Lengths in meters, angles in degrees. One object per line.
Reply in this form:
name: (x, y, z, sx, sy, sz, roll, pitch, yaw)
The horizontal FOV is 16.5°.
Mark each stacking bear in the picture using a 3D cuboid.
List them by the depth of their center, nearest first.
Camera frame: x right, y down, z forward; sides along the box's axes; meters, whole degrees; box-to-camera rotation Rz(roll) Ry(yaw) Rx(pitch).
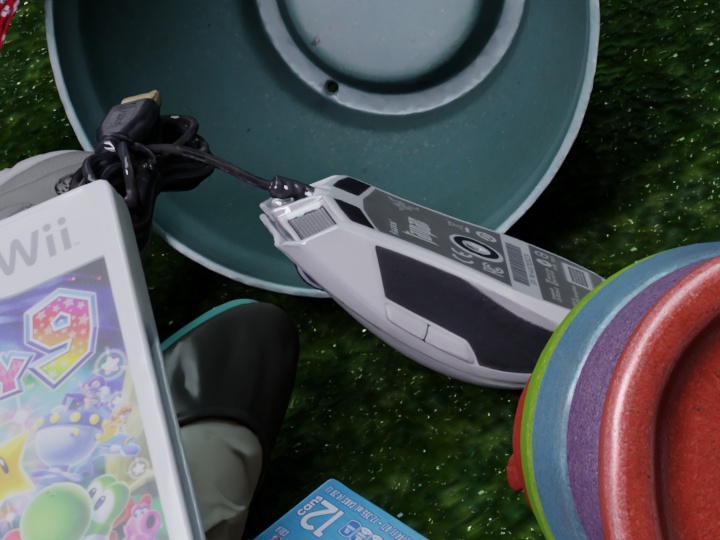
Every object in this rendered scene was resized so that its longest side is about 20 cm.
stacking bear: (0.094, 0.050, 0.682, 0.121, 0.114, 0.200, -34, 3, -9)

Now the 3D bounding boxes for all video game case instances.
video game case: (-0.113, 0.080, 0.681, 0.142, 0.018, 0.201, -23, 54, 8)

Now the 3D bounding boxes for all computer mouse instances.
computer mouse: (0.000, 0.000, 0.824, 0.199, 0.044, 0.110, 22, 15, -6)

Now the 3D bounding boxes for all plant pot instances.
plant pot: (-0.002, -0.103, 0.923, 0.199, 0.202, 0.134, -10, 11, 14)

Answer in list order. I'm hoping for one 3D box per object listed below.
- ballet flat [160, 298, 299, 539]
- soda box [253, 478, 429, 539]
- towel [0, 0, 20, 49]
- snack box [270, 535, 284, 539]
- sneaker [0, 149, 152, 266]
ballet flat: (-0.083, 0.094, 0.794, 0.200, 0.068, 0.068, -41, 48, -11)
soda box: (0.034, 0.135, 0.671, 0.068, 0.064, 0.200, -36, 37, -22)
towel: (-0.159, -0.051, 0.919, 0.145, 0.022, 0.201, -157, 86, -73)
snack box: (0.038, 0.173, 0.526, 0.068, 0.169, 0.200, -37, 37, -19)
sneaker: (-0.108, 0.024, 0.806, 0.082, 0.075, 0.200, -13, 28, 31)
